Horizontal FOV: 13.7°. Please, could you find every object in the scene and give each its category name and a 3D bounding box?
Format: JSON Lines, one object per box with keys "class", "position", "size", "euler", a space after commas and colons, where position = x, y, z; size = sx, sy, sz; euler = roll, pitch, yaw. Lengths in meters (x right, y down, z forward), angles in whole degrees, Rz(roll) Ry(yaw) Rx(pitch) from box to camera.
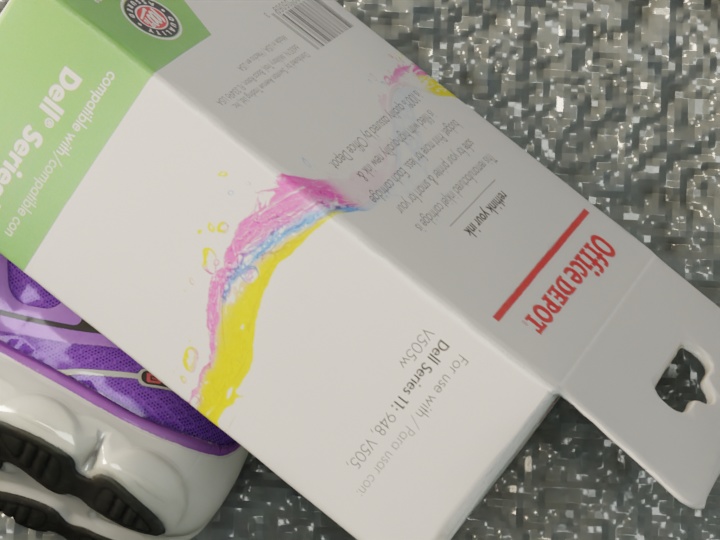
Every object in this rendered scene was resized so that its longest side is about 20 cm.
{"class": "sneaker", "position": [-0.116, -0.001, 0.776], "size": [0.199, 0.081, 0.084], "euler": [30, 61, -5]}
{"class": "ink cartridge box", "position": [0.000, 0.000, 0.745], "size": [0.200, 0.117, 0.067], "euler": [38, 114, 4]}
